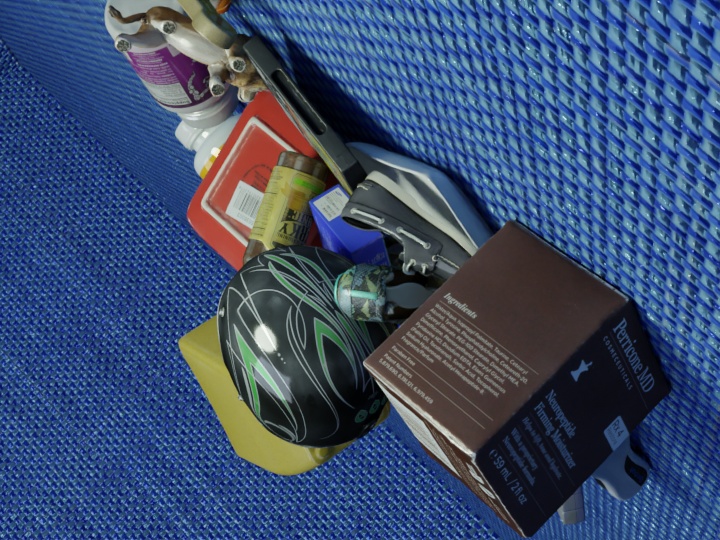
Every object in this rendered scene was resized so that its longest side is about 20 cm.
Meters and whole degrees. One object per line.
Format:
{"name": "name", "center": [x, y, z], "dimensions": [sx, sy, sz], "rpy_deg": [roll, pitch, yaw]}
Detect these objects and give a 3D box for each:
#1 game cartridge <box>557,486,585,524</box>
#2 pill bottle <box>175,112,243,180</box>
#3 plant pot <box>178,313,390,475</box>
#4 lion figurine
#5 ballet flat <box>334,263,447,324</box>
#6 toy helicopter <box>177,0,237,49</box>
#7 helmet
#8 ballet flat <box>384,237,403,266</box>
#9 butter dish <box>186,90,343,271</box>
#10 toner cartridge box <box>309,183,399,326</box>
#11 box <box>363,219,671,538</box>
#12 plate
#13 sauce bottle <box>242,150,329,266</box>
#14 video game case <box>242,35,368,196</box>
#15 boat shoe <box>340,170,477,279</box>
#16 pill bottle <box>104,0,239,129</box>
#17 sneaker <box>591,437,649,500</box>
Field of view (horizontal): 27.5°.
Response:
{"name": "game cartridge", "center": [0.205, 0.172, 1.631], "dimensions": [0.200, 0.038, 0.130], "rpy_deg": [-110, 3, -58]}
{"name": "pill bottle", "center": [-0.153, -0.141, 1.993], "dimensions": [0.200, 0.113, 0.113], "rpy_deg": [46, 171, 4]}
{"name": "plant pot", "center": [-0.073, 0.138, 1.831], "dimensions": [0.200, 0.194, 0.196], "rpy_deg": [24, 143, 60]}
{"name": "lion figurine", "center": [-0.181, -0.248, 1.606], "dimensions": [0.200, 0.073, 0.123], "rpy_deg": [32, -159, -15]}
{"name": "ballet flat", "center": [0.057, 0.026, 1.505], "dimensions": [0.074, 0.074, 0.200], "rpy_deg": [42, -153, 27]}
{"name": "toy helicopter", "center": [-0.176, -0.287, 1.545], "dimensions": [0.132, 0.079, 0.200], "rpy_deg": [24, -157, -45]}
{"name": "helmet", "center": [-0.054, 0.072, 1.563], "dimensions": [0.200, 0.200, 0.191], "rpy_deg": [39, 149, 39]}
{"name": "ballet flat", "center": [0.074, 0.011, 1.712], "dimensions": [0.200, 0.074, 0.074], "rpy_deg": [29, 161, 53]}
{"name": "butter dish", "center": [-0.082, -0.086, 1.799], "dimensions": [0.200, 0.200, 0.148], "rpy_deg": [40, -167, 36]}
{"name": "toner cartridge box", "center": [0.000, 0.000, 1.678], "dimensions": [0.095, 0.043, 0.200], "rpy_deg": [52, 167, 34]}
{"name": "box", "center": [0.145, 0.099, 1.360], "dimensions": [0.164, 0.200, 0.166], "rpy_deg": [38, 168, 42]}
{"name": "plate", "center": [0.087, -0.051, 1.520], "dimensions": [0.200, 0.032, 0.200], "rpy_deg": [52, 170, -27]}
{"name": "sauce bottle", "center": [-0.093, -0.032, 1.655], "dimensions": [0.065, 0.200, 0.065], "rpy_deg": [18, 174, 2]}
{"name": "video game case", "center": [-0.044, -0.146, 1.591], "dimensions": [0.181, 0.025, 0.200], "rpy_deg": [53, 180, 18]}
{"name": "boat shoe", "center": [0.061, -0.018, 1.474], "dimensions": [0.200, 0.063, 0.073], "rpy_deg": [42, 167, 23]}
{"name": "pill bottle", "center": [-0.217, -0.260, 1.769], "dimensions": [0.112, 0.112, 0.200], "rpy_deg": [41, 170, 33]}
{"name": "sneaker", "center": [0.248, 0.182, 1.656], "dimensions": [0.112, 0.073, 0.200], "rpy_deg": [38, 169, 39]}
